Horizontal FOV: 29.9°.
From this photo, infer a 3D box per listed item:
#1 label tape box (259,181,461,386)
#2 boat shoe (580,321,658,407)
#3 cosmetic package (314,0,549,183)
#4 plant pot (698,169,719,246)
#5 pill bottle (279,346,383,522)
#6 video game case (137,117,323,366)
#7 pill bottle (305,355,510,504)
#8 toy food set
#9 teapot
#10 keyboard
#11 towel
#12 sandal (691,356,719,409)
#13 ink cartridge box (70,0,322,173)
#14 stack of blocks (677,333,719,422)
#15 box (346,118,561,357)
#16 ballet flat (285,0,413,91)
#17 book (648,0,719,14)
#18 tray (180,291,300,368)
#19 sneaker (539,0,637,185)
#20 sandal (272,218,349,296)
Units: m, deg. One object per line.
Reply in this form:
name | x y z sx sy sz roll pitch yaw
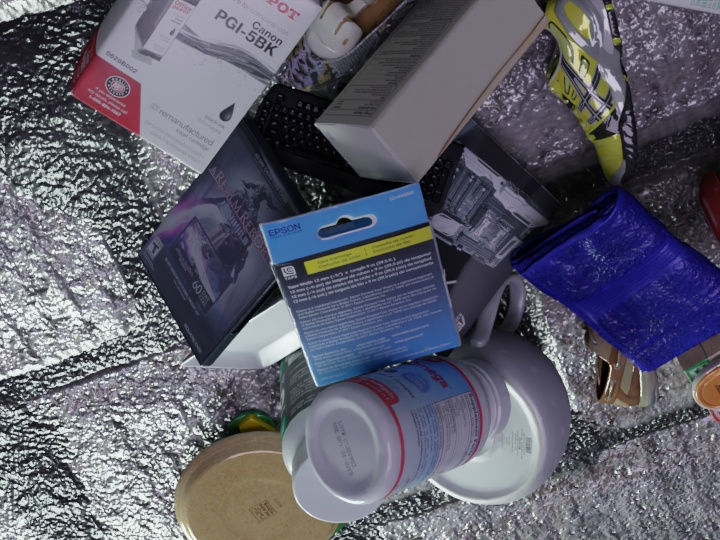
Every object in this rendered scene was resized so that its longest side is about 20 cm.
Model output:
label tape box | 0.000 0.000 1.206 0.142 0.066 0.201 -16 130 2
boat shoe | 0.272 0.066 1.429 0.071 0.076 0.201 -10 119 3
cosmetic package | 0.064 -0.176 1.199 0.073 0.103 0.200 46 74 -28
plant pot | 0.441 -0.052 1.304 0.182 0.201 0.201 -31 118 15
pill bottle | -0.025 0.155 1.377 0.112 0.200 0.114 -2 120 -3
video game case | -0.129 -0.025 1.292 0.019 0.143 0.200 -4 144 -49
pill bottle | 0.050 0.140 1.254 0.199 0.109 0.109 -12 133 -49
toy food set | -0.108 0.256 1.516 0.200 0.049 0.198 38 110 -23
teapot | 0.141 0.134 1.420 0.198 0.146 0.200 50 126 1
keyboard | -0.004 -0.129 1.261 0.199 0.040 0.105 19 83 8
towel | 0.261 0.017 1.306 0.200 0.050 0.147 35 135 -22
sandal | 0.446 0.098 1.401 0.206 0.059 0.079 -33 117 13
ink cartridge box | -0.148 -0.213 1.221 0.146 0.083 0.200 31 113 -20
stack of blocks | 0.438 0.063 1.450 0.199 0.059 0.115 -31 118 13
box | 0.079 -0.037 1.321 0.158 0.050 0.200 40 85 -24
ballet flat | -0.001 -0.243 1.218 0.200 0.072 0.072 -42 115 13
book | 0.261 -0.271 1.197 0.199 0.134 0.048 9 119 -10
tray | -0.090 0.058 1.356 0.107 0.022 0.200 6 155 -37
sneaker | 0.219 -0.175 1.291 0.076 0.075 0.201 -13 110 11
sandal | -0.051 -0.001 1.368 0.199 0.080 0.087 -11 158 -7
